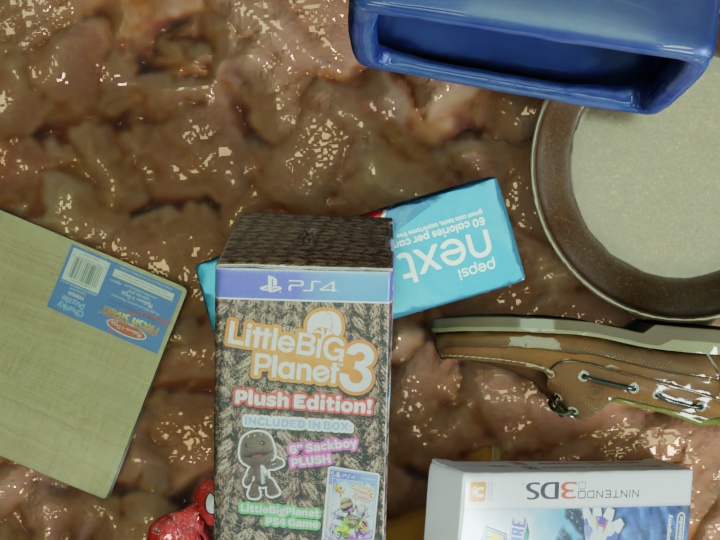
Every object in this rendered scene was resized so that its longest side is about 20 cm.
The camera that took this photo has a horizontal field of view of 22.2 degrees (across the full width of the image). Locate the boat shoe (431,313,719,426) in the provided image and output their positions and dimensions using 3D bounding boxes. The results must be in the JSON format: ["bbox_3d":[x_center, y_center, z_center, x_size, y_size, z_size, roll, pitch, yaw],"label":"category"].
[{"bbox_3d":[0.142,0.064,1.176,0.198,0.072,0.069,4,92,3],"label":"boat shoe"}]

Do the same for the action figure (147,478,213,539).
[{"bbox_3d":[-0.132,0.229,1.199,0.051,0.065,0.202,23,94,34],"label":"action figure"}]

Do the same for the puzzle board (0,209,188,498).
[{"bbox_3d":[-0.231,0.044,1.220,0.199,0.017,0.152,22,92,1],"label":"puzzle board"}]

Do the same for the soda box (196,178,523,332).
[{"bbox_3d":[0.000,0.000,1.176,0.198,0.064,0.068,-16,92,2],"label":"soda box"}]

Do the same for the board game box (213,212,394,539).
[{"bbox_3d":[-0.031,0.079,1.066,0.096,0.160,0.202,2,101,1],"label":"board game box"}]

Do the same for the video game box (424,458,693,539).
[{"bbox_3d":[0.121,0.220,1.155,0.181,0.047,0.202,2,93,-28],"label":"video game box"}]

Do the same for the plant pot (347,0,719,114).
[{"bbox_3d":[0.103,-0.203,1.047,0.198,0.200,0.182,9,86,2],"label":"plant pot"}]

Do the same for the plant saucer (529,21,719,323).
[{"bbox_3d":[0.208,-0.068,1.186,0.198,0.037,0.202,0,93,2],"label":"plant saucer"}]

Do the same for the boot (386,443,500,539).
[{"bbox_3d":[-0.005,0.181,1.187,0.143,0.071,0.203,24,97,0],"label":"boot"}]
